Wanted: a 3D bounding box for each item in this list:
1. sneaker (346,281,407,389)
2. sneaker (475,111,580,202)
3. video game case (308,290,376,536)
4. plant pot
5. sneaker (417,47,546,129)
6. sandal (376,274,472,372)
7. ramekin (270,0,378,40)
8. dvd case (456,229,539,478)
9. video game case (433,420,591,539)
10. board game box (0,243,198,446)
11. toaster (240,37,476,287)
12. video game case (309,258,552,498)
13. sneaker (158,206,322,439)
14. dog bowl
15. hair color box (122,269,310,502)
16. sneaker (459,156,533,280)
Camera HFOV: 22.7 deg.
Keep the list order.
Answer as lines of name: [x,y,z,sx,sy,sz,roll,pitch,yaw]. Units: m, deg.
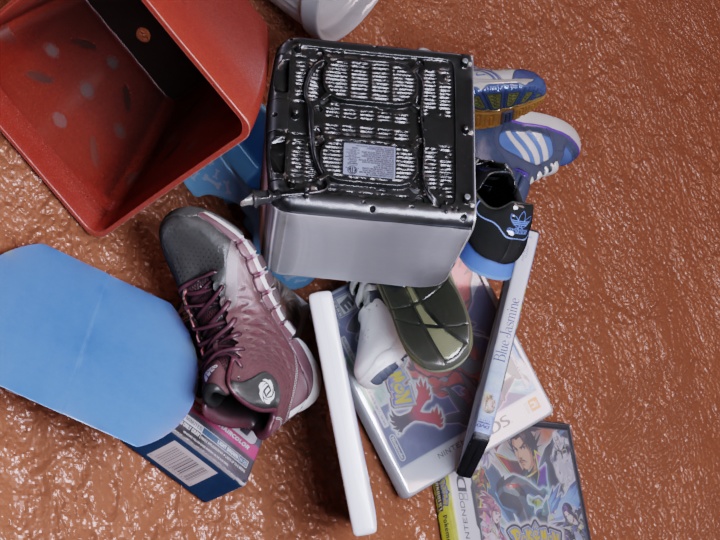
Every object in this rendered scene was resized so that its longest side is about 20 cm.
sneaker: [0.000,0.000,1.624,0.129,0.079,0.200,28,66,-13]
sneaker: [0.160,-0.093,1.903,0.199,0.080,0.148,16,68,-43]
video game case: [-0.014,0.122,1.545,0.182,0.023,0.202,91,-11,-86]
plant pot: [-0.189,-0.187,1.521,0.200,0.199,0.177,50,34,-14]
sneaker: [0.087,-0.192,1.817,0.198,0.075,0.089,-6,60,-7]
sandal: [0.048,0.003,1.566,0.057,0.079,0.202,64,13,-62]
ramekin: [-0.029,-0.334,1.744,0.105,0.201,0.200,31,42,13]
dvd case: [0.123,0.077,1.627,0.017,0.143,0.201,14,70,1]
video game case: [0.150,0.233,1.760,0.199,0.025,0.182,9,64,-42]
board game box: [-0.228,0.067,1.441,0.199,0.039,0.159,26,41,-14]
toaster: [-0.002,-0.092,1.506,0.198,0.119,0.182,5,57,-6]
video game case: [0.068,0.085,1.697,0.181,0.023,0.201,-27,88,-27]
sneaker: [-0.112,0.049,1.454,0.201,0.075,0.116,54,34,-9]
dog bowl: [-0.089,-0.078,1.661,0.200,0.049,0.112,51,43,-12]
hair color box: [-0.121,0.085,1.539,0.100,0.060,0.201,40,46,-24]
sneaker: [0.098,-0.076,1.613,0.070,0.078,0.200,4,33,-32]
